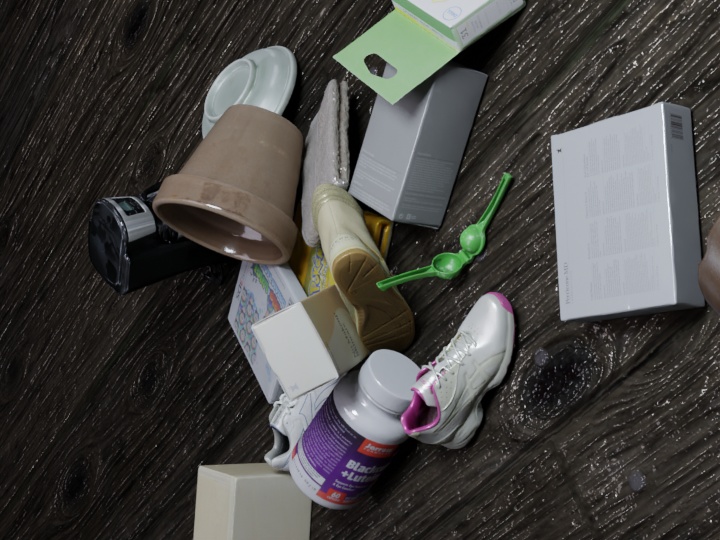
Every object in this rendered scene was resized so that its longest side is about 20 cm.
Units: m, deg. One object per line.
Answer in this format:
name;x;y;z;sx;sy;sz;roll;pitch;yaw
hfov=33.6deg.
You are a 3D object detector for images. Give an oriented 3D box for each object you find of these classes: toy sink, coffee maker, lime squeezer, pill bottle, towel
toy sink;-0.153;0.374;1.649;0.112;0.130;0.201;1;88;53
coffee maker;-0.292;-0.037;1.781;0.135;0.200;0.193;17;120;50
lime squeezer;0.111;-0.033;1.403;0.200;0.071;0.038;-40;32;7
pill bottle;0.000;0.195;1.480;0.200;0.111;0.112;-58;45;32
towel;-0.047;-0.146;1.584;0.133;0.034;0.200;117;158;-48

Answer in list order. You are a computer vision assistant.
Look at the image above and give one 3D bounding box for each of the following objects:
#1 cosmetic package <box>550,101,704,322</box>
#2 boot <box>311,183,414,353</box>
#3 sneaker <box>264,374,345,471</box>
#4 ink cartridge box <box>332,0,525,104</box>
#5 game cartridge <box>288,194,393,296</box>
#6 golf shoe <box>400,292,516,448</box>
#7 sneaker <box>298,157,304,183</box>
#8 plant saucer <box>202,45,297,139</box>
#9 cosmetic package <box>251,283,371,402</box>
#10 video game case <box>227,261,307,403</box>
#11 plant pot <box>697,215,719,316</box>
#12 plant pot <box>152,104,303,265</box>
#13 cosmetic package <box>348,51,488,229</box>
cosmetic package;0.267;-0.054;1.207;0.151;0.052;0.201;-11;77;50
boot;0.000;0.000;1.481;0.073;0.200;0.156;-26;44;5
sneaker;-0.074;0.182;1.599;0.074;0.087;0.201;17;99;53
ink cartridge box;0.073;-0.296;1.399;0.200;0.048;0.146;-36;45;-9
game cartridge;-0.039;-0.005;1.620;0.200;0.032;0.177;23;104;51
golf shoe;0.112;0.116;1.361;0.075;0.091;0.200;40;116;49
sneaker;-0.161;-0.129;1.762;0.200;0.067;0.090;6;85;50
plant saucer;-0.179;-0.256;1.758;0.200;0.050;0.200;-30;44;34
cosmetic package;-0.051;0.081;1.452;0.071;0.200;0.105;-27;91;16
video game case;-0.135;0.058;1.709;0.200;0.024;0.182;57;138;46
plant pot;0.387;0.026;0.941;0.201;0.200;0.198;-66;33;23
plant pot;-0.160;-0.125;1.614;0.200;0.200;0.175;0;66;53
cosmetic package;0.068;-0.165;1.455;0.107;0.090;0.200;38;113;48
